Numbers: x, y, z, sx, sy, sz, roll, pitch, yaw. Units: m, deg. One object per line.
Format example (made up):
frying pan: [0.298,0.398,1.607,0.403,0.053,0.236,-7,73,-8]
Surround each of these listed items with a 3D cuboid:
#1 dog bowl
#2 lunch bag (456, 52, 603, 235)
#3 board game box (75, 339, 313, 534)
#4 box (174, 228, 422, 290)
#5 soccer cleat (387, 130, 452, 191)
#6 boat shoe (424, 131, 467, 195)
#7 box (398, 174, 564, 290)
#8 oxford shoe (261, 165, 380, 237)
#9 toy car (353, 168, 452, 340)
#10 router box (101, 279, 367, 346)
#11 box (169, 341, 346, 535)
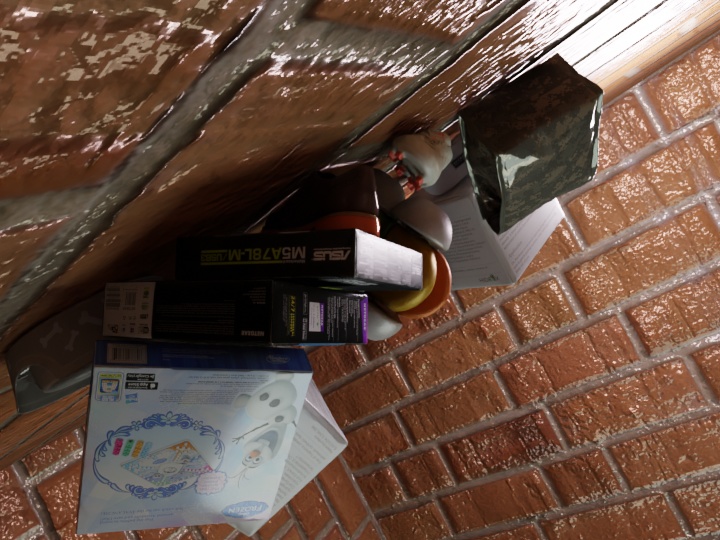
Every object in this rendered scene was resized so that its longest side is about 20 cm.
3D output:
dog bowl: [-0.280,0.075,0.635,0.197,0.060,0.200,-31,177,-1]
lunch bag: [0.232,-0.156,0.805,0.161,0.119,0.202,-30,142,-3]
board game box: [-0.164,0.165,0.576,0.195,0.044,0.204,6,116,-25]
box: [-0.052,-0.004,0.598,0.188,0.049,0.199,1,176,22]
soccer cleat: [0.079,-0.142,0.718,0.077,0.070,0.200,-40,-179,6]
boat shoe: [0.178,-0.191,0.911,0.199,0.072,0.066,-39,-167,25]
box: [0.201,-0.095,1.018,0.199,0.174,0.198,-44,-159,-32]
oxford shoe: [-0.044,-0.065,0.633,0.070,0.075,0.197,9,173,-38]
toy car: [0.034,-0.015,0.764,0.178,0.199,0.149,-57,144,6]
router box: [-0.110,0.040,0.535,0.195,0.053,0.148,-1,173,31]
box: [-0.156,0.166,0.743,0.170,0.201,0.199,-40,-148,-3]
